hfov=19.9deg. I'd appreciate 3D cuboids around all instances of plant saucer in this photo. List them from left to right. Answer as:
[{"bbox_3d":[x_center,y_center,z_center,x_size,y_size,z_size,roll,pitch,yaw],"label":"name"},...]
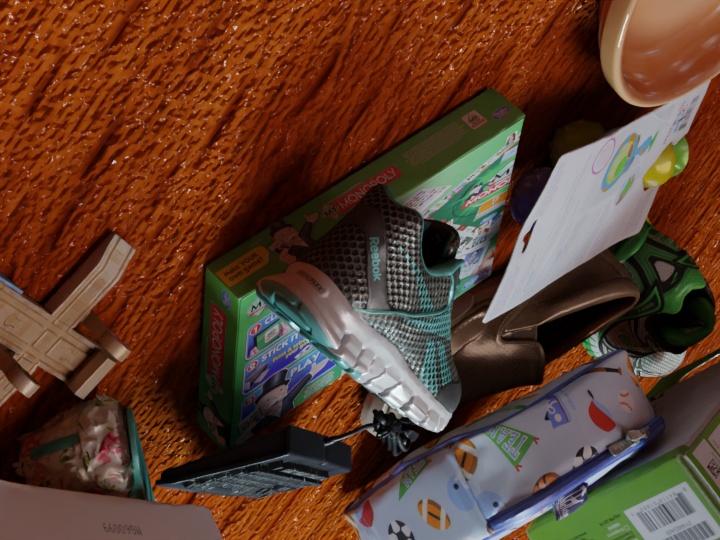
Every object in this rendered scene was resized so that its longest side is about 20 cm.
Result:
[{"bbox_3d":[0.199,-0.181,1.138,0.200,0.037,0.200,-38,154,-22],"label":"plant saucer"}]

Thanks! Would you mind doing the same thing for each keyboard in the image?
[{"bbox_3d":[-0.029,0.100,1.095,0.127,0.021,0.200,-20,171,6],"label":"keyboard"}]

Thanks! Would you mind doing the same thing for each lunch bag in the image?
[{"bbox_3d":[0.094,0.123,1.289,0.160,0.076,0.200,-24,174,-40],"label":"lunch bag"}]

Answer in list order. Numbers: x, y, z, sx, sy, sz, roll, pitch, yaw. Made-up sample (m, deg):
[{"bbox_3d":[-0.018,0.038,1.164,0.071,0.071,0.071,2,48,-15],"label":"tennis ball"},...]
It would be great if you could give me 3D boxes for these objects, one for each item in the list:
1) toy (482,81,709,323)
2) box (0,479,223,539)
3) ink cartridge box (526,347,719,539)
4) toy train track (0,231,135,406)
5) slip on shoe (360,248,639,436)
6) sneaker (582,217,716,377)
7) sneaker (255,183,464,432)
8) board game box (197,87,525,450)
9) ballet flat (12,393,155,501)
[{"bbox_3d":[0.129,-0.052,1.203,0.200,0.047,0.116,-23,142,-51],"label":"toy"},{"bbox_3d":[-0.163,0.202,0.949,0.200,0.107,0.152,-44,144,24],"label":"box"},{"bbox_3d":[0.220,0.120,1.334,0.148,0.076,0.200,-35,-176,45],"label":"ink cartridge box"},{"bbox_3d":[-0.149,0.024,0.881,0.115,0.033,0.200,-47,154,-1],"label":"toy train track"},{"bbox_3d":[0.088,0.047,1.263,0.200,0.061,0.076,-33,152,-29],"label":"slip on shoe"},{"bbox_3d":[0.198,0.033,1.394,0.078,0.085,0.200,-45,156,-6],"label":"sneaker"},{"bbox_3d":[0.024,0.019,1.042,0.091,0.078,0.200,-51,157,-2],"label":"sneaker"},{"bbox_3d":[0.000,0.000,1.091,0.200,0.029,0.135,-33,150,-29],"label":"board game box"},{"bbox_3d":[-0.131,0.124,1.036,0.064,0.076,0.200,-11,145,-3],"label":"ballet flat"}]
